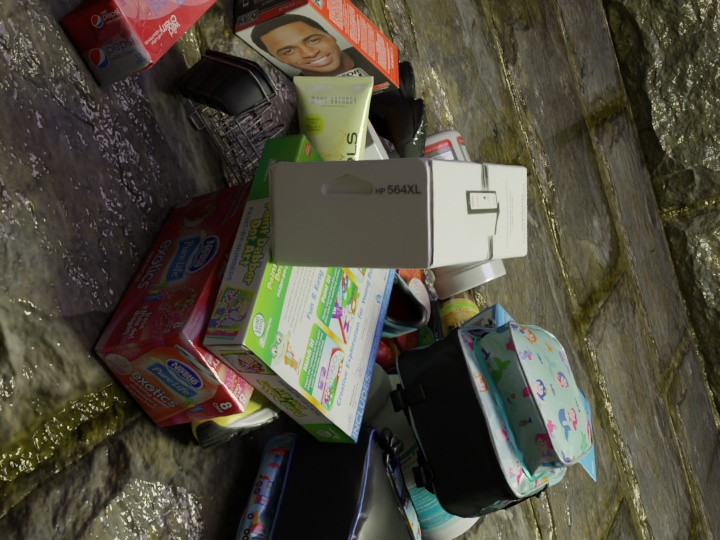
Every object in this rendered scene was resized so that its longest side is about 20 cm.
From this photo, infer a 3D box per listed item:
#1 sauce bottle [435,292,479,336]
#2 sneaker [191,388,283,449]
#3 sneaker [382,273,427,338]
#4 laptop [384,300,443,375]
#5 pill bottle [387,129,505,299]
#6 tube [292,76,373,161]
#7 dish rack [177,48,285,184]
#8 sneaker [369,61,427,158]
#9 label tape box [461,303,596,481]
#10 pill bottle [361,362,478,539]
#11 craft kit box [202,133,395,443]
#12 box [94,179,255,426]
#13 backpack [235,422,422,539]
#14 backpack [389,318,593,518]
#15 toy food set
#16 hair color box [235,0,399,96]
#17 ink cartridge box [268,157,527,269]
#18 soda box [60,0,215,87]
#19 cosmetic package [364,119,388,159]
[{"bbox_3d":[0.141,0.113,1.338,0.065,0.065,0.200,51,17,-40],"label":"sauce bottle"},{"bbox_3d":[-0.108,0.093,0.949,0.091,0.078,0.200,63,24,-8],"label":"sneaker"},{"bbox_3d":[0.000,0.000,1.111,0.200,0.090,0.079,38,72,-25],"label":"sneaker"},{"bbox_3d":[0.056,0.168,1.207,0.200,0.115,0.188,-86,165,-68],"label":"laptop"},{"bbox_3d":[0.110,-0.071,1.345,0.116,0.115,0.201,-16,84,-62],"label":"pill bottle"},{"bbox_3d":[-0.028,-0.090,1.011,0.058,0.052,0.201,-16,115,-39],"label":"tube"},{"bbox_3d":[-0.095,-0.108,0.985,0.054,0.153,0.200,-37,120,-13],"label":"dish rack"},{"bbox_3d":[0.032,-0.192,1.276,0.200,0.090,0.076,-103,-169,-56],"label":"sneaker"},{"bbox_3d":[0.202,0.158,1.252,0.200,0.066,0.144,46,30,-23],"label":"label tape box"},{"bbox_3d":[0.045,0.185,1.074,0.200,0.110,0.111,53,35,-29],"label":"pill bottle"},{"bbox_3d":[-0.042,0.021,0.897,0.198,0.048,0.201,53,44,-49],"label":"craft kit box"},{"bbox_3d":[-0.131,0.025,0.897,0.100,0.095,0.200,60,32,-32],"label":"box"},{"bbox_3d":[-0.015,0.263,0.967,0.200,0.134,0.183,67,28,-46],"label":"backpack"},{"bbox_3d":[0.137,0.138,1.003,0.200,0.150,0.178,18,51,-66],"label":"backpack"},{"bbox_3d":[0.030,0.035,1.245,0.198,0.048,0.201,6,72,-61],"label":"toy food set"},{"bbox_3d":[-0.046,-0.263,1.181,0.200,0.101,0.062,30,52,-53],"label":"hair color box"},{"bbox_3d":[0.037,-0.047,0.854,0.200,0.145,0.085,-7,97,-60],"label":"ink cartridge box"},{"bbox_3d":[-0.189,-0.251,0.949,0.070,0.063,0.200,61,31,-27],"label":"soda box"},{"bbox_3d":[-0.008,-0.122,1.138,0.102,0.071,0.200,59,7,-30],"label":"cosmetic package"}]
